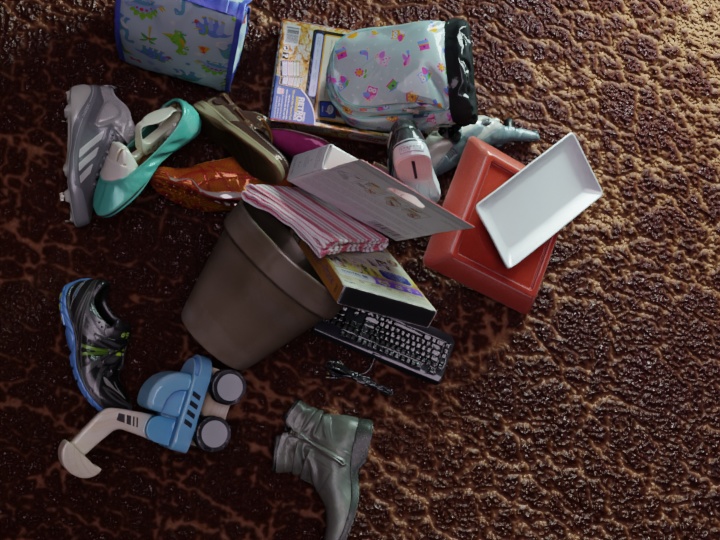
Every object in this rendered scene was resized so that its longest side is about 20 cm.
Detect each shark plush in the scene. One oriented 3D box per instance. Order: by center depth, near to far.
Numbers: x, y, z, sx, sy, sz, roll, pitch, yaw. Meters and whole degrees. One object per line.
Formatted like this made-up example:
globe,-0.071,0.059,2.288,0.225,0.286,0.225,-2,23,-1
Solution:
shark plush,0.164,-0.185,1.576,0.200,0.091,0.084,-15,107,-30

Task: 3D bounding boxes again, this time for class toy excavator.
toy excavator,-0.276,0.193,1.414,0.200,0.100,0.195,21,79,-21

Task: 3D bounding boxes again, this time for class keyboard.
keyboard,0.025,0.114,1.530,0.200,0.021,0.127,23,81,-5

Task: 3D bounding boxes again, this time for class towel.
towel,-0.059,-0.067,1.437,0.146,0.200,0.030,35,105,19

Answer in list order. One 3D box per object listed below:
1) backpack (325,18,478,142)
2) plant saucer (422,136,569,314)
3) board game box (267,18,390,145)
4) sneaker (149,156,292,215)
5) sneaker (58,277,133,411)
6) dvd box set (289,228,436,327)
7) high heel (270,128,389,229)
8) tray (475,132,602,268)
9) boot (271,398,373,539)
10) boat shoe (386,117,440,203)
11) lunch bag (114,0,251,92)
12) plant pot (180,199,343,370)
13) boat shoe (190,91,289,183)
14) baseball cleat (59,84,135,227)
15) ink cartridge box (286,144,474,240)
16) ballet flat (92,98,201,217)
backpack,0.054,-0.265,1.457,0.199,0.127,0.167,-5,74,9
plant saucer,0.207,-0.062,1.531,0.200,0.037,0.200,25,81,-26
board game box,-0.027,-0.269,1.546,0.199,0.046,0.152,9,83,-7
sneaker,-0.196,-0.125,1.506,0.199,0.073,0.077,6,66,-14
sneaker,-0.346,0.104,1.446,0.083,0.071,0.200,-18,84,8
dvd box set,0.000,0.000,1.433,0.146,0.200,0.029,16,111,-31
high heel,-0.053,-0.131,1.520,0.200,0.067,0.096,21,85,-3
tray,0.251,-0.100,1.519,0.200,0.022,0.108,-37,108,-21
boot,-0.064,0.286,1.484,0.130,0.068,0.201,12,75,-2
boat shoe,0.073,-0.143,1.479,0.072,0.200,0.071,-6,67,-2
lunch bag,-0.238,-0.338,1.446,0.170,0.200,0.128,14,83,-6
plant pot,-0.141,0.034,1.442,0.200,0.200,0.174,41,96,-2
boat shoe,-0.153,-0.191,1.474,0.072,0.072,0.200,-37,49,-19
baseball cleat,-0.359,-0.160,1.476,0.106,0.070,0.201,-2,85,-8
ink cartridge box,0.030,-0.105,1.409,0.200,0.173,0.044,28,69,-31
ballet flat,-0.299,-0.161,1.444,0.067,0.070,0.200,26,65,38
